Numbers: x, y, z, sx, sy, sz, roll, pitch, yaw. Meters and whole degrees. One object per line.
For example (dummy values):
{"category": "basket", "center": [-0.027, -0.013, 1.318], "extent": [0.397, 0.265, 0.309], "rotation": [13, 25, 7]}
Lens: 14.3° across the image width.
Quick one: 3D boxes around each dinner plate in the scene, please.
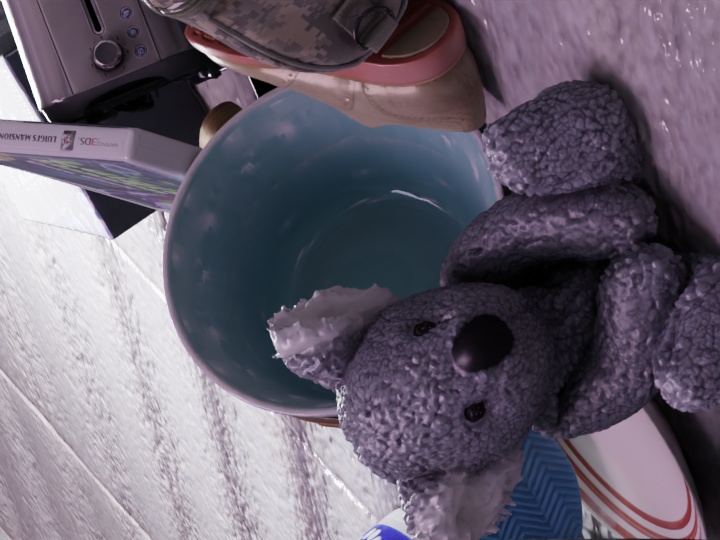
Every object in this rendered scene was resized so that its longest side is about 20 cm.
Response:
{"category": "dinner plate", "center": [0.136, 0.086, 1.634], "extent": [0.200, 0.024, 0.200], "rotation": [48, 161, 22]}

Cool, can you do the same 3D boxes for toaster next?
{"category": "toaster", "center": [-0.153, -0.161, 1.731], "extent": [0.200, 0.113, 0.129], "rotation": [-40, -70, -85]}

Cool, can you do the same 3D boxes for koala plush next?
{"category": "koala plush", "center": [0.070, 0.040, 1.419], "extent": [0.177, 0.200, 0.184], "rotation": [52, 163, 5]}

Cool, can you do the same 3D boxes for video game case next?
{"category": "video game case", "center": [-0.120, -0.056, 1.703], "extent": [0.182, 0.023, 0.200], "rotation": [6, 172, 45]}

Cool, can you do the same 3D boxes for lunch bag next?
{"category": "lunch bag", "center": [-0.077, -0.191, 1.480], "extent": [0.168, 0.139, 0.200], "rotation": [46, 174, -38]}

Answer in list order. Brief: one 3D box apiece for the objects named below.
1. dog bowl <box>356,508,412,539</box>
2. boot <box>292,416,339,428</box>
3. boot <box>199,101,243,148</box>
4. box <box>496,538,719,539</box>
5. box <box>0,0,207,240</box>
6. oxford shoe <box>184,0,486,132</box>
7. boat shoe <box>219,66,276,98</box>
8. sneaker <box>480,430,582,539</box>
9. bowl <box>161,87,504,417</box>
{"category": "dog bowl", "center": [0.057, 0.278, 2.112], "extent": [0.200, 0.079, 0.200], "rotation": [48, 162, 21]}
{"category": "boot", "center": [0.012, 0.086, 1.826], "extent": [0.200, 0.074, 0.075], "rotation": [13, 153, 35]}
{"category": "boot", "center": [-0.043, -0.006, 1.853], "extent": [0.144, 0.071, 0.201], "rotation": [44, 156, 32]}
{"category": "box", "center": [0.149, 0.163, 1.473], "extent": [0.158, 0.200, 0.051], "rotation": [165, 107, -72]}
{"category": "box", "center": [-0.199, -0.116, 1.995], "extent": [0.149, 0.107, 0.200], "rotation": [60, 161, -17]}
{"category": "oxford shoe", "center": [-0.016, -0.109, 1.545], "extent": [0.200, 0.071, 0.074], "rotation": [18, 147, 45]}
{"category": "boat shoe", "center": [-0.057, -0.142, 1.649], "extent": [0.200, 0.062, 0.075], "rotation": [60, 164, -13]}
{"category": "sneaker", "center": [0.067, 0.097, 1.696], "extent": [0.200, 0.076, 0.081], "rotation": [62, 174, -12]}
{"category": "bowl", "center": [0.000, 0.000, 1.594], "extent": [0.201, 0.201, 0.105], "rotation": [45, 179, 29]}
